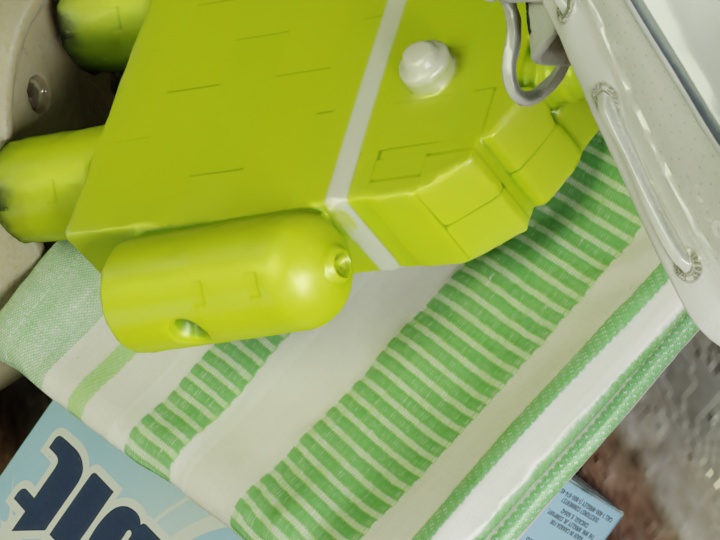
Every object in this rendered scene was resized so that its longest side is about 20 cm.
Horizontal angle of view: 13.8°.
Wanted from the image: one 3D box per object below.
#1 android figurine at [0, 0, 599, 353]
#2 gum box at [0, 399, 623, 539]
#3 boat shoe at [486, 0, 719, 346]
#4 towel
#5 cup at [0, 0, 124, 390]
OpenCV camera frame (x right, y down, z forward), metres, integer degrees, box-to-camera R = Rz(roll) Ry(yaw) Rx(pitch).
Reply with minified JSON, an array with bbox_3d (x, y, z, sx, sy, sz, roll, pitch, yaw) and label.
[{"bbox_3d":[-0.007,-0.057,0.799,0.199,0.041,0.183,-6,52,36],"label":"android figurine"},{"bbox_3d":[-0.045,0.100,0.820,0.201,0.044,0.170,-55,44,3],"label":"gum box"},{"bbox_3d":[0.051,-0.069,0.644,0.086,0.074,0.203,-47,60,38],"label":"boat shoe"},{"bbox_3d":[0.000,0.000,0.789,0.153,0.023,0.200,-49,43,-9],"label":"towel"},{"bbox_3d":[-0.142,-0.036,0.912,0.142,0.200,0.202,-3,79,26],"label":"cup"}]
